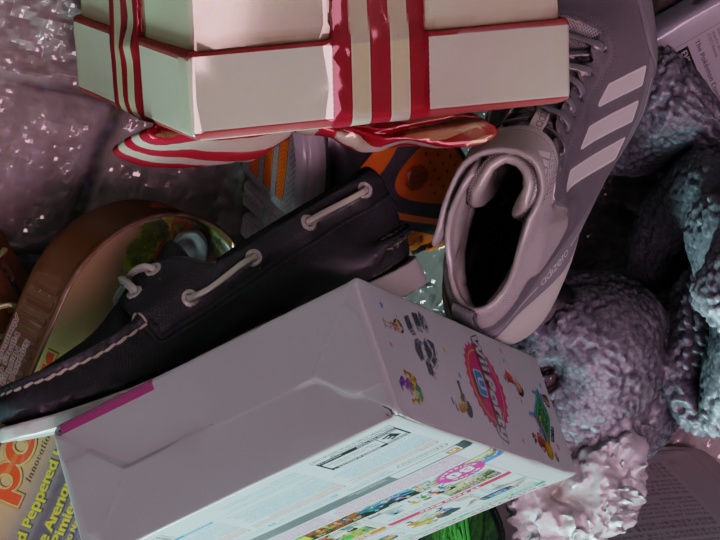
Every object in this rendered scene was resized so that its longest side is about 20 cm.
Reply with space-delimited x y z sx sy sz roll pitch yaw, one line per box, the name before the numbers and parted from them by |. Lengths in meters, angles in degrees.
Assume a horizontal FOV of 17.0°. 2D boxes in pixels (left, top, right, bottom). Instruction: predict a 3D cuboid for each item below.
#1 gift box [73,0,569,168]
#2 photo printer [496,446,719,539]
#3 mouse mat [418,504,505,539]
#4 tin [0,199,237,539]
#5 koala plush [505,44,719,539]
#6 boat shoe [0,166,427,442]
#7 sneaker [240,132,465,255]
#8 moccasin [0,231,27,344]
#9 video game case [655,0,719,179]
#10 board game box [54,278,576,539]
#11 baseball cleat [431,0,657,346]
gift box | -0.020 -0.141 1.006 0.184 0.200 0.187 -6 102 -16
photo printer | 0.147 0.165 1.210 0.166 0.200 0.070 -4 116 -21
mouse mat | 0.049 0.170 1.195 0.008 0.161 0.200 -7 117 -11
tin | -0.119 0.064 1.074 0.112 0.042 0.200 24 91 -49
koala plush | 0.134 0.038 1.151 0.200 0.177 0.184 -37 131 5
boat shoe | -0.070 0.015 1.030 0.200 0.076 0.060 -23 94 -23
sneaker | 0.000 0.000 1.141 0.112 0.078 0.200 -9 127 -29
moccasin | -0.174 0.037 1.085 0.074 0.078 0.201 -28 122 -8
video game case | 0.237 -0.077 1.234 0.182 0.022 0.200 -30 121 -6
board game box | -0.014 0.077 1.025 0.147 0.064 0.200 -25 159 18
baseball cleat | 0.085 -0.064 1.071 0.070 0.106 0.200 13 78 11
